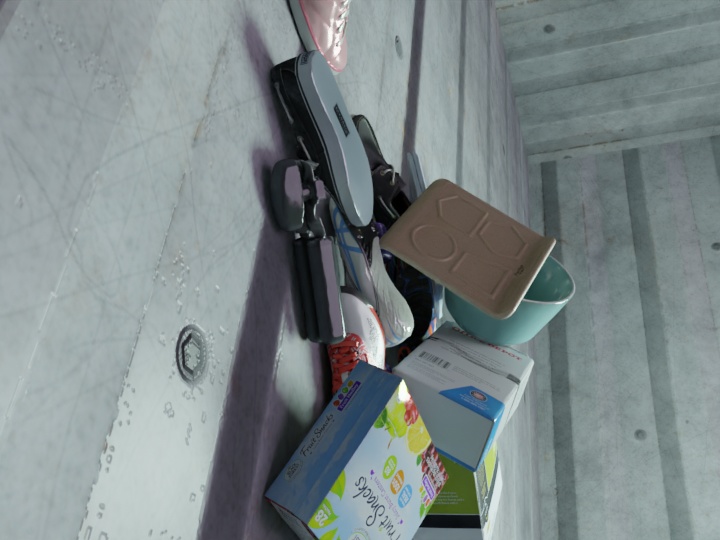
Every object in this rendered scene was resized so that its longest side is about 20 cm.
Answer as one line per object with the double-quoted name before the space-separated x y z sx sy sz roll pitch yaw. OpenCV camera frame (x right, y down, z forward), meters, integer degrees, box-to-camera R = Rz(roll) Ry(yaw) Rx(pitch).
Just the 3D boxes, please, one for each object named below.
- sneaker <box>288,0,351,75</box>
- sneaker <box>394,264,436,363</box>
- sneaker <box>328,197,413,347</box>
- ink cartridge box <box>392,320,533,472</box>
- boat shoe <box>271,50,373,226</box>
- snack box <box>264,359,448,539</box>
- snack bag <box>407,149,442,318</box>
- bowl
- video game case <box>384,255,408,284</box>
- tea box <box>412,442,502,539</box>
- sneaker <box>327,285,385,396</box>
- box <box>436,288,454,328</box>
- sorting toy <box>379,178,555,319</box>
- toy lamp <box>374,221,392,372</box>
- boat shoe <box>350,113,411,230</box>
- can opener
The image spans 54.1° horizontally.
"sneaker" -0.028 -0.328 0.839 0.202 0.102 0.077 65 25 -45
"sneaker" 0.086 0.078 1.096 0.079 0.073 0.205 -62 153 -57
"sneaker" 0.000 0.000 0.878 0.071 0.071 0.205 -10 76 -60
"ink cartridge box" 0.136 0.161 0.958 0.199 0.142 0.086 -28 137 -58
"boat shoe" -0.044 -0.139 0.794 0.203 0.066 0.074 65 30 -29
"snack box" 0.006 0.226 0.741 0.170 0.067 0.202 -51 137 -27
"snack bag" 0.100 -0.049 1.092 0.190 0.021 0.204 81 -1 -58
"bowl" 0.200 0.033 1.028 0.201 0.196 0.107 -54 164 -62
"video game case" 0.067 -0.007 1.145 0.201 0.017 0.146 57 33 -53
"tea box" 0.133 0.290 1.078 0.200 0.130 0.203 -39 122 -67
"sneaker" -0.008 0.129 0.819 0.109 0.065 0.206 -66 147 -59
"box" 0.195 -0.003 1.320 0.200 0.127 0.205 -31 115 -75
"sorting toy" 0.142 -0.032 0.942 0.185 0.197 0.037 -46 158 -42
"toy lamp" 0.017 0.039 0.933 0.058 0.057 0.206 30 56 -66
"boat shoe" 0.033 -0.129 0.998 0.072 0.066 0.204 -52 128 -47
"can opener" -0.059 -0.018 0.759 0.065 0.052 0.206 -19 103 -35
